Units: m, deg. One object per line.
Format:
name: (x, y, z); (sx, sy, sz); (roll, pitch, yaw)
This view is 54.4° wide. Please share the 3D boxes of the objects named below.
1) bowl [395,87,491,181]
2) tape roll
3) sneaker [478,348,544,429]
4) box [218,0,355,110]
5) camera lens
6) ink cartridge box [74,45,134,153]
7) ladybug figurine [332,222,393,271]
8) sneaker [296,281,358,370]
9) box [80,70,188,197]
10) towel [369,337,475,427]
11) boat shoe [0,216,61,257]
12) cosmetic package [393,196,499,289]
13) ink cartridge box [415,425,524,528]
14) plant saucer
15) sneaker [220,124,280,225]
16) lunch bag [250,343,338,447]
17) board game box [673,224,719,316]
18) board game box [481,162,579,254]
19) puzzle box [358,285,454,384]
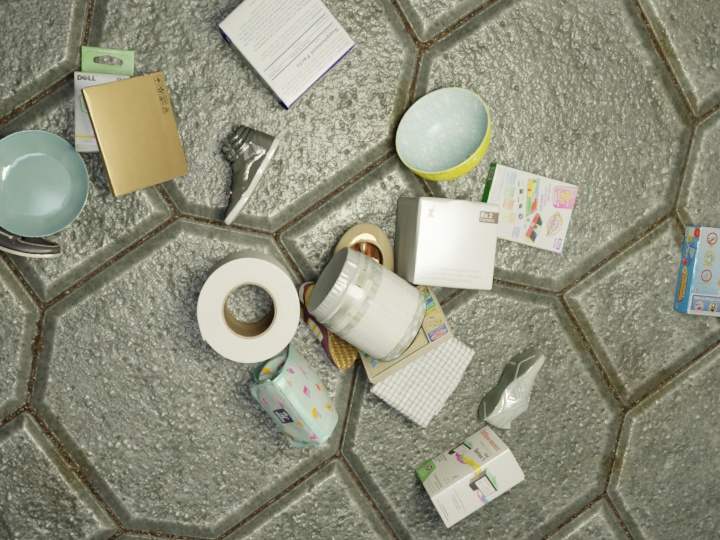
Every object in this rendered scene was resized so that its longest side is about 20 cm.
bowl: (0.180, -0.257, 1.429); (0.200, 0.200, 0.108); (-46, 144, -1)
tape roll: (-0.222, 0.068, 1.401); (0.198, 0.139, 0.208); (-1, 98, -8)
sneaker: (0.349, 0.264, 1.563); (0.080, 0.071, 0.202); (34, 97, -21)
box: (-0.143, -0.450, 1.363); (0.184, 0.105, 0.201); (-42, 101, -2)
camera lens: (0.017, 0.069, 1.355); (0.198, 0.160, 0.162); (32, 92, -15)
ink cartridge box: (-0.490, -0.326, 1.345); (0.101, 0.059, 0.205); (2, 97, -9)
ladybug figurine: (0.000, 0.000, 1.462); (0.133, 0.072, 0.205); (7, 97, -12)
sneaker: (-0.071, 0.113, 1.465); (0.074, 0.090, 0.203); (-30, 110, -26)
box: (-0.424, -0.261, 1.331); (0.162, 0.021, 0.204); (-25, 113, -35)
towel: (0.127, 0.212, 1.508); (0.164, 0.086, 0.202); (33, 90, -13)
boat shoe: (-0.671, -0.073, 1.344); (0.196, 0.073, 0.064); (15, 98, -6)
cosmetic package: (0.166, -0.059, 1.415); (0.161, 0.200, 0.169); (4, 95, -9)
ink cartridge box: (0.235, 0.442, 1.522); (0.198, 0.145, 0.085); (-31, 101, -4)
plant saucer: (-0.622, -0.164, 1.346); (0.196, 0.039, 0.206); (1, 87, -13)
sneaker: (-0.248, -0.197, 1.401); (0.098, 0.071, 0.203); (28, 86, -10)
lunch bag: (-0.133, 0.254, 1.409); (0.121, 0.200, 0.172); (-36, 102, -3)
board game box: (0.834, 0.005, 1.608); (0.195, 0.056, 0.200); (5, 96, -10)
board game box: (0.360, -0.133, 1.520); (0.196, 0.040, 0.156); (14, 95, -11)
puzzle box: (0.082, 0.128, 1.446); (0.198, 0.135, 0.025); (-34, 145, 14)
